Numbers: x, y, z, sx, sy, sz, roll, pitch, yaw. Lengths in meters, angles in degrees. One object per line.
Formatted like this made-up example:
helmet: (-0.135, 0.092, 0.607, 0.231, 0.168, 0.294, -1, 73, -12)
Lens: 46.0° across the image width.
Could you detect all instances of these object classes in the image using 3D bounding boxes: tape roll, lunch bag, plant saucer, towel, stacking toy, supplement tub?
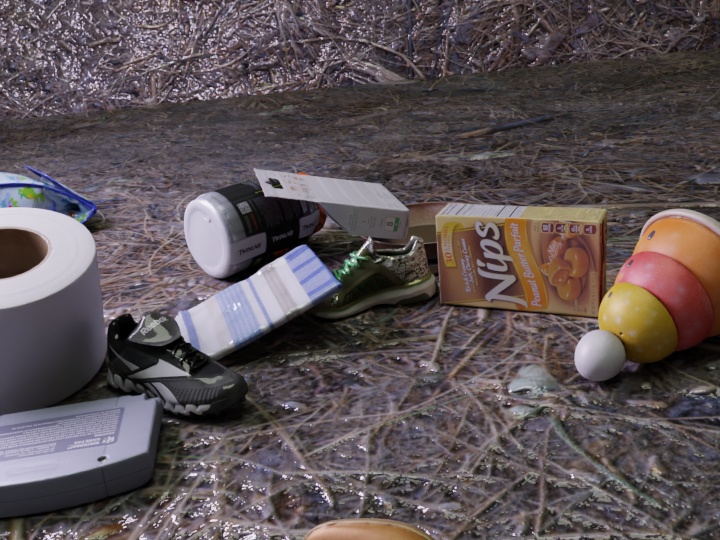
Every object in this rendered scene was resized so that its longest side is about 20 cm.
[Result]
tape roll: (-0.387, 0.039, 0.935, 0.199, 0.141, 0.204, 4, 33, -2)
lunch bag: (-0.587, -0.117, 1.509, 0.197, 0.130, 0.169, -3, 14, -33)
plant saucer: (0.093, -0.055, 1.221, 0.196, 0.037, 0.201, -7, 20, 2)
towel: (-0.127, 0.040, 1.016, 0.198, 0.024, 0.147, -29, 26, -7)
stacking toy: (0.293, 0.043, 0.864, 0.199, 0.148, 0.145, -34, 31, -23)
supplement tub: (-0.151, -0.075, 1.262, 0.198, 0.125, 0.121, -23, 27, -39)

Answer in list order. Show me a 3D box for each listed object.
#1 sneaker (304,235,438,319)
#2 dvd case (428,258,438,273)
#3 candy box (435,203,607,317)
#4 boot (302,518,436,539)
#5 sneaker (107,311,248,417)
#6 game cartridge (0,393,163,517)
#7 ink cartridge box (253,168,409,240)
sneaker: (0.000, 0.000, 1.071, 0.196, 0.090, 0.077, -11, 21, -13)
dvd case: (0.114, -0.028, 1.218, 0.196, 0.016, 0.149, -7, 20, 0)
candy box: (0.192, -0.015, 1.019, 0.197, 0.118, 0.055, 4, 21, 24)
boot: (0.023, 0.225, 0.500, 0.198, 0.072, 0.144, 10, 22, 24)
sneaker: (-0.201, 0.091, 0.885, 0.197, 0.092, 0.066, 10, 26, 35)
game cartridge: (-0.285, 0.171, 0.782, 0.196, 0.042, 0.133, -8, 17, -5)
ink cartridge box: (-0.046, -0.093, 1.180, 0.196, 0.051, 0.161, 3, 18, -14)
